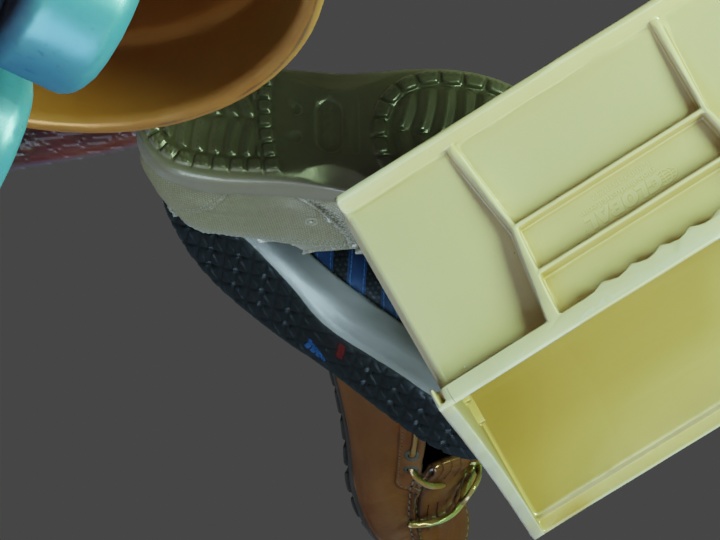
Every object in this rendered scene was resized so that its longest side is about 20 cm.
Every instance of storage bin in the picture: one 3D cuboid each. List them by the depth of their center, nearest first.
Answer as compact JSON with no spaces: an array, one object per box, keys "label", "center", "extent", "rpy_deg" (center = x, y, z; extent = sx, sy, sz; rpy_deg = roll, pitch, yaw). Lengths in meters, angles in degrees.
[{"label":"storage bin","center":[0.113,-0.007,0.994],"extent":[0.198,0.094,0.200],"rpy_deg":[-31,156,2]}]

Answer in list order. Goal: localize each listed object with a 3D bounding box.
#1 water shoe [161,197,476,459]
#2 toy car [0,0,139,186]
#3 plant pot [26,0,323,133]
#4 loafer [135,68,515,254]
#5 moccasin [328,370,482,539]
[{"label":"water shoe","center":[0.000,0.000,1.148],"extent":[0.200,0.079,0.072],"rpy_deg":[40,157,3]},{"label":"toy car","center":[-0.187,-0.040,0.779],"extent":[0.184,0.200,0.177],"rpy_deg":[24,141,-21]},{"label":"plant pot","center":[-0.101,-0.163,0.883],"extent":[0.200,0.140,0.200],"rpy_deg":[5,145,4]},{"label":"loafer","center":[0.003,-0.043,1.088],"extent":[0.200,0.076,0.068],"rpy_deg":[10,155,-8]},{"label":"moccasin","center":[0.034,0.076,1.250],"extent":[0.078,0.074,0.201],"rpy_deg":[7,135,16]}]
